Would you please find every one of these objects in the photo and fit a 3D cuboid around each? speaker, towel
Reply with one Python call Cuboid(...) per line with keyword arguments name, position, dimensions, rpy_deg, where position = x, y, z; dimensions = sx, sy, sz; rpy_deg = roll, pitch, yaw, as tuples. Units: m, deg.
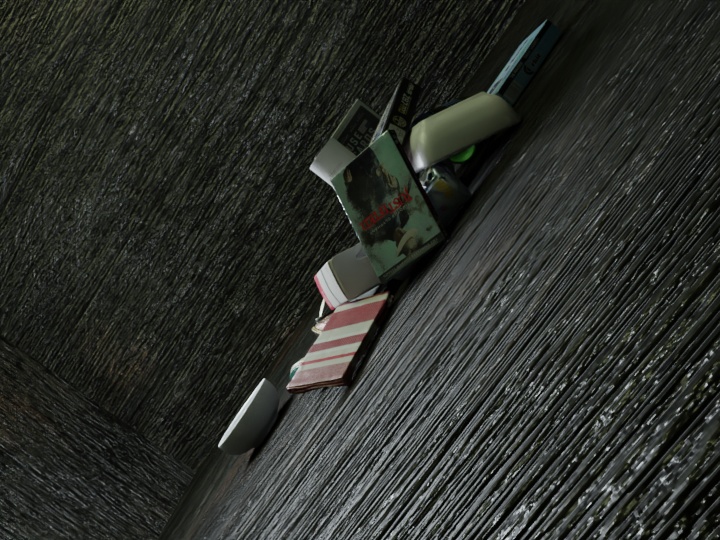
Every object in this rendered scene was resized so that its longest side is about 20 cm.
Cuboid(name="speaker", position=(0.209, -0.282, 1.520), dimensions=(0.089, 0.088, 0.200), rpy_deg=(-53, 5, 20))
Cuboid(name="speaker", position=(-0.006, -0.181, 1.462), dimensions=(0.082, 0.199, 0.081), rpy_deg=(-53, 5, 6))
Cuboid(name="towel", position=(-0.031, 0.121, 1.201), dimensions=(0.143, 0.023, 0.201), rpy_deg=(-17, 31, 43))

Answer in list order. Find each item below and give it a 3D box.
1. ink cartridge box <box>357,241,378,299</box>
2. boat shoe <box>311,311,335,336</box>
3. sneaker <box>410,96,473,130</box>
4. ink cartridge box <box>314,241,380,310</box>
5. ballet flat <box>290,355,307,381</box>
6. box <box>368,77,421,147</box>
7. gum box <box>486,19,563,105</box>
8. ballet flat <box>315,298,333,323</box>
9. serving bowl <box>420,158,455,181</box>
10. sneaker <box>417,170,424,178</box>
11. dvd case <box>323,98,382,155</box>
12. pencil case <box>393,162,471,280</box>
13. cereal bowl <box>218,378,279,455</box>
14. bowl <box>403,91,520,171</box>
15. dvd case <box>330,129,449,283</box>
Cuboid(name="ink cartridge box", position=(0.020, -0.016, 1.594), dimensions=(0.202, 0.082, 0.146), rpy_deg=(-56, 5, -12))
Cuboid(name="boat shoe", position=(-0.044, 0.118, 1.420), dimensions=(0.068, 0.072, 0.200), rpy_deg=(-50, 9, -12))
Cuboid(name="sneaker", position=(0.173, -0.289, 1.375), dimensions=(0.078, 0.197, 0.071), rpy_deg=(-130, 35, -48))
Cuboid(name="ink cartridge box", position=(0.000, 0.000, 1.364), dimensions=(0.145, 0.084, 0.200), rpy_deg=(-28, -2, -13))
Cuboid(name="ballet flat", position=(-0.065, 0.172, 1.317), dimensions=(0.062, 0.068, 0.199), rpy_deg=(-45, 8, -35))
Cuboid(name="box", position=(0.044, -0.227, 1.293), dimensions=(0.162, 0.048, 0.202), rpy_deg=(-57, 11, 44))
Cuboid(name="gum box", position=(0.321, -0.406, 1.474), dimensions=(0.171, 0.044, 0.200), rpy_deg=(-56, 5, 1))
Cuboid(name="ballet flat", position=(-0.054, 0.074, 1.831), dimensions=(0.068, 0.068, 0.201), rpy_deg=(-50, 7, 50))
Cuboid(name="serving bowl", position=(0.128, -0.135, 1.419), dimensions=(0.202, 0.065, 0.200), rpy_deg=(-56, 5, 7))
Cuboid(name="sneaker", position=(0.086, -0.183, 1.420), dimensions=(0.201, 0.073, 0.080), rpy_deg=(-51, -7, -32))
Cuboid(name="dvd case", position=(0.030, -0.238, 1.508), dimensions=(0.151, 0.199, 0.025), rpy_deg=(-53, 4, 7))
Cuboid(name="pencil case", position=(0.098, -0.079, 1.195), dimensions=(0.090, 0.083, 0.201), rpy_deg=(-3, -45, -52))
Cuboid(name="cereal bowl", position=(-0.261, 0.371, 1.766), dimensions=(0.202, 0.083, 0.200), rpy_deg=(-55, 5, 7))
Cuboid(name="bowl", position=(0.155, -0.237, 1.241), dimensions=(0.197, 0.076, 0.200), rpy_deg=(-28, 4, -10))
Cuboid(name="dvd case", position=(0.043, -0.102, 1.163), dimensions=(0.145, 0.203, 0.022), rpy_deg=(-34, -14, 33))
